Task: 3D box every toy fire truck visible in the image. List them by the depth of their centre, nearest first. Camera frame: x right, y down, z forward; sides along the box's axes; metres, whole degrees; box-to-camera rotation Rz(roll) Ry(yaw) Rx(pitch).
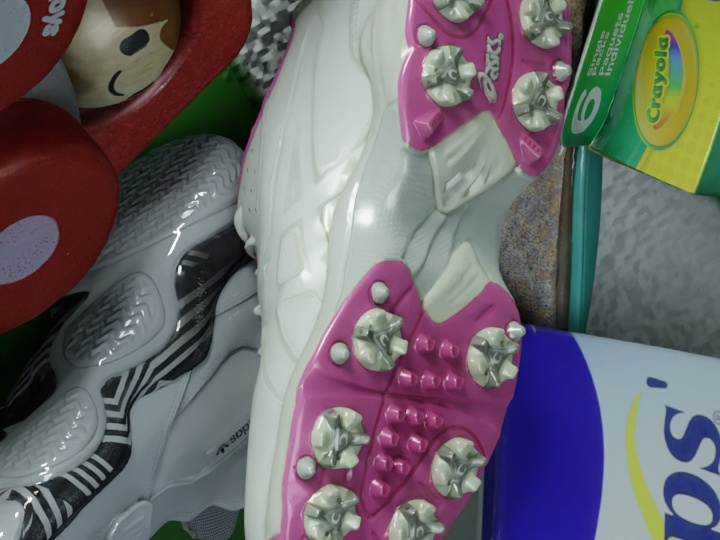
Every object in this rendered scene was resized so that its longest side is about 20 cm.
[{"bbox_3d":[-0.081,-0.089,0.734,0.168,0.112,0.200,-30,147,-20],"label":"toy fire truck"}]

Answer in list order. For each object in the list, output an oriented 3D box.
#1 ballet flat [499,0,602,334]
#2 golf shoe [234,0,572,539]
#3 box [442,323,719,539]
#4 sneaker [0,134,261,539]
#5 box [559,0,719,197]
[{"bbox_3d":[0.046,-0.067,0.842,0.067,0.068,0.201,8,117,8],"label":"ballet flat"},{"bbox_3d":[0.000,0.000,0.781,0.075,0.091,0.201,26,73,-37],"label":"golf shoe"},{"bbox_3d":[0.102,0.130,0.866,0.199,0.105,0.185,10,72,-23],"label":"box"},{"bbox_3d":[-0.064,0.066,0.812,0.115,0.075,0.200,48,58,-30],"label":"sneaker"},{"bbox_3d":[0.144,-0.080,0.841,0.200,0.048,0.118,2,109,-46],"label":"box"}]
